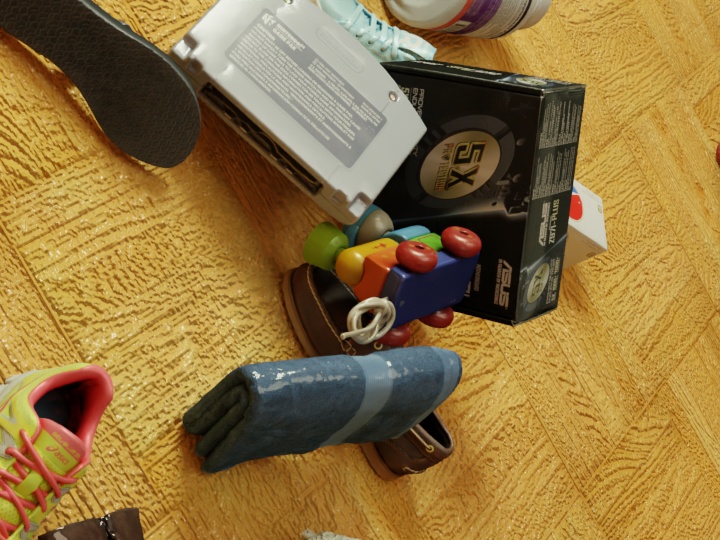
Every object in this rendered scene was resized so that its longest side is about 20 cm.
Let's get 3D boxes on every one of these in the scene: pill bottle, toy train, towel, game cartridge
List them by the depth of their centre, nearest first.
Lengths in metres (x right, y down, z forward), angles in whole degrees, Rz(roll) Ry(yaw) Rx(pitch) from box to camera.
[{"bbox_3d":[-0.023,0.101,1.152,0.200,0.112,0.049,-3,62,-37],"label":"towel"},{"bbox_3d":[0.000,0.000,1.231,0.116,0.085,0.200,31,26,25],"label":"toy train"},{"bbox_3d":[-0.046,-0.146,1.256,0.200,0.041,0.133,42,59,-7],"label":"game cartridge"},{"bbox_3d":[0.119,-0.302,1.629,0.200,0.111,0.112,-4,72,-54],"label":"pill bottle"}]

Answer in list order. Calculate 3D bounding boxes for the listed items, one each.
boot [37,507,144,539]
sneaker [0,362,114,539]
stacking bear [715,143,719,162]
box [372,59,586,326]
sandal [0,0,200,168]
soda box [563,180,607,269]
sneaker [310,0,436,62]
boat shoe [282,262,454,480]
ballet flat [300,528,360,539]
[{"bbox_3d":[-0.171,0.240,0.934,0.200,0.072,0.167,-11,80,-64],"label":"boot"},{"bbox_3d":[-0.211,0.124,0.939,0.078,0.090,0.200,47,39,-25],"label":"sneaker"},{"bbox_3d":[0.538,-0.076,2.049,0.114,0.121,0.201,30,55,-29],"label":"stacking bear"},{"bbox_3d":[0.092,-0.071,1.331,0.086,0.163,0.201,-15,115,-56],"label":"box"},{"bbox_3d":[-0.193,-0.162,1.168,0.200,0.076,0.043,47,11,-25],"label":"sandal"},{"bbox_3d":[0.171,-0.074,1.594,0.200,0.064,0.068,28,48,-39],"label":"soda box"},{"bbox_3d":[0.029,-0.210,1.478,0.200,0.082,0.074,46,37,-24],"label":"sneaker"},{"bbox_3d":[0.010,0.075,1.282,0.200,0.070,0.070,59,38,-5],"label":"boat shoe"},{"bbox_3d":[-0.051,0.260,1.101,0.072,0.072,0.200,52,34,-16],"label":"ballet flat"}]
